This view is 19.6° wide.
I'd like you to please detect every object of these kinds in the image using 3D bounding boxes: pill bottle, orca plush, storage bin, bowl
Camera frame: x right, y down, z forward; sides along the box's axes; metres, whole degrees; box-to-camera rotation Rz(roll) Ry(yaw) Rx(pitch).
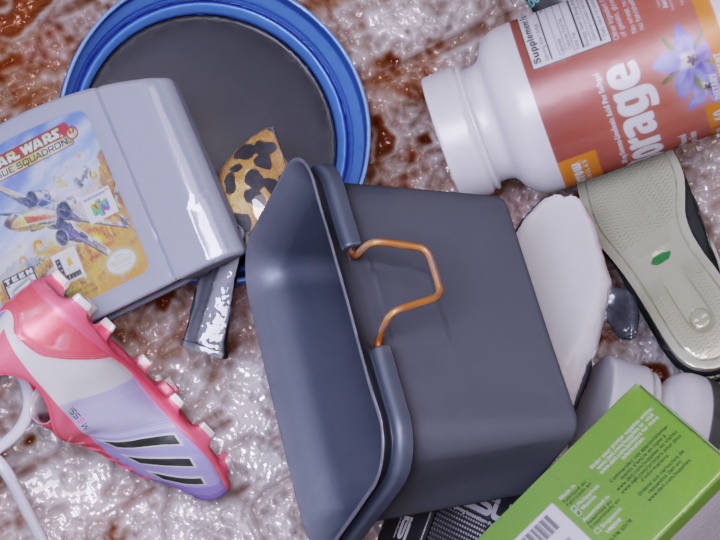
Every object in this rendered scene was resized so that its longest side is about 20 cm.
[{"bbox_3d":[0.229,0.133,1.306,0.198,0.114,0.115,20,74,-8],"label":"pill bottle"},{"bbox_3d":[0.119,0.057,1.271,0.104,0.071,0.202,-9,64,-4],"label":"orca plush"},{"bbox_3d":[0.033,0.037,1.154,0.133,0.146,0.201,-3,58,-25],"label":"storage bin"},{"bbox_3d":[0.145,-0.116,1.321,0.198,0.112,0.113,-20,82,7],"label":"pill bottle"},{"bbox_3d":[-0.093,-0.086,1.319,0.198,0.039,0.203,3,77,-12],"label":"bowl"}]

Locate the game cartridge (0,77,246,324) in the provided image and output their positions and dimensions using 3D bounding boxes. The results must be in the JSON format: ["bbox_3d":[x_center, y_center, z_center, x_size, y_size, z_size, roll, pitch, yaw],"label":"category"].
[{"bbox_3d":[-0.181,-0.029,1.244,0.199,0.042,0.134,-26,87,11],"label":"game cartridge"}]

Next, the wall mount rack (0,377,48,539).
[{"bbox_3d":[-0.259,0.143,1.200,0.200,0.075,0.174,-37,89,-25],"label":"wall mount rack"}]

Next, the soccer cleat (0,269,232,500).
[{"bbox_3d":[-0.148,0.082,1.221,0.076,0.067,0.200,-42,131,-4],"label":"soccer cleat"}]

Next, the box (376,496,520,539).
[{"bbox_3d":[0.084,0.220,1.240,0.199,0.044,0.161,30,76,-32],"label":"box"}]

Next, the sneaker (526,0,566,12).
[{"bbox_3d":[0.187,-0.234,1.401,0.199,0.075,0.079,-37,85,-18],"label":"sneaker"}]

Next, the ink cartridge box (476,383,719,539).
[{"bbox_3d":[0.148,0.178,1.199,0.148,0.200,0.076,-43,59,-9],"label":"ink cartridge box"}]

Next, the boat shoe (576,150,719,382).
[{"bbox_3d":[0.193,-0.017,1.364,0.071,0.068,0.201,-24,69,5],"label":"boat shoe"}]

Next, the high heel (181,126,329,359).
[{"bbox_3d":[0.000,0.000,1.264,0.198,0.071,0.144,14,89,-6],"label":"high heel"}]
